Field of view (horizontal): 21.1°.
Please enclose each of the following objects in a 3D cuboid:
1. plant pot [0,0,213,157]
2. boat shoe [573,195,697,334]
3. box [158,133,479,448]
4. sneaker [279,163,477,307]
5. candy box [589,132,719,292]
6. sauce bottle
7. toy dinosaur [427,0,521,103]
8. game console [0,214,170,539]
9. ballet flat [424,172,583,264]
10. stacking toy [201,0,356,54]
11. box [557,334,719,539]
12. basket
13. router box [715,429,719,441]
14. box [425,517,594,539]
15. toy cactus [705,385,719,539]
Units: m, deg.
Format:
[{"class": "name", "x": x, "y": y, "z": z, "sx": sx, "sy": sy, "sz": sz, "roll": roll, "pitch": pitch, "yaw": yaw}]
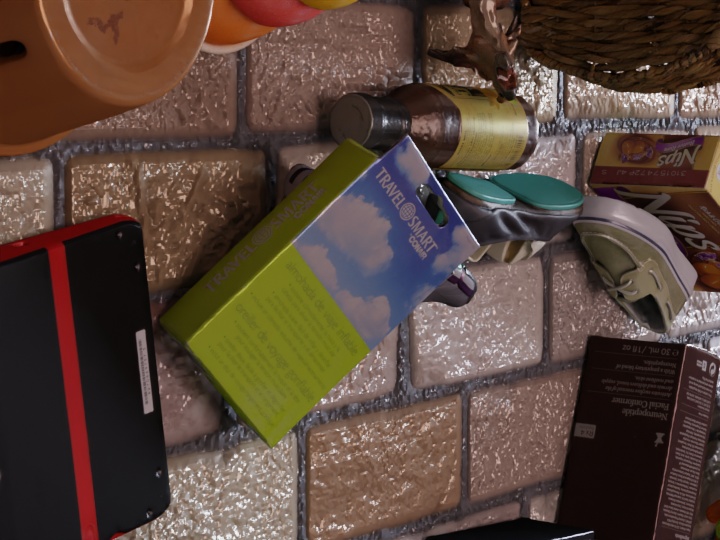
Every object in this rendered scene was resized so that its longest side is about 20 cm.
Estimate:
[{"class": "plant pot", "x": -0.175, "y": -0.161, "z": 1.068, "sx": 0.199, "sy": 0.139, "sz": 0.202, "roll": -6, "pitch": 98, "yaw": -52}, {"class": "boat shoe", "x": 0.237, "y": -0.003, "z": 1.661, "sx": 0.200, "sy": 0.071, "sz": 0.063, "roll": 36, "pitch": 67, "yaw": -50}, {"class": "box", "x": -0.025, "y": 0.008, "z": 1.288, "sx": 0.200, "sy": 0.048, "sz": 0.122, "roll": -44, "pitch": 130, "yaw": -9}, {"class": "sneaker", "x": 0.000, "y": 0.000, "z": 1.378, "sx": 0.199, "sy": 0.074, "sz": 0.088, "roll": 31, "pitch": 88, "yaw": -42}, {"class": "candy box", "x": 0.299, "y": -0.047, "z": 1.698, "sx": 0.200, "sy": 0.116, "sz": 0.057, "roll": 41, "pitch": 63, "yaw": -46}, {"class": "sauce bottle", "x": 0.055, "y": -0.106, "z": 1.424, "sx": 0.199, "sy": 0.064, "sz": 0.065, "roll": -2, "pitch": 95, "yaw": -53}, {"class": "toy dinosaur", "x": 0.096, "y": -0.222, "z": 1.455, "sx": 0.201, "sy": 0.085, "sz": 0.136, "roll": -61, "pitch": 144, "yaw": -46}, {"class": "game console", "x": -0.187, "y": 0.079, "z": 1.170, "sx": 0.176, "sy": 0.031, "sz": 0.202, "roll": -22, "pitch": 111, "yaw": -54}, {"class": "ballet flat", "x": 0.106, "y": -0.040, "z": 1.503, "sx": 0.199, "sy": 0.072, "sz": 0.074, "roll": -3, "pitch": 96, "yaw": -58}, {"class": "stacking toy", "x": -0.030, "y": -0.210, "z": 1.197, "sx": 0.145, "sy": 0.199, "sz": 0.148, "roll": -6, "pitch": 98, "yaw": -51}, {"class": "box", "x": 0.236, "y": 0.162, "z": 1.654, "sx": 0.075, "sy": 0.099, "sz": 0.202, "roll": 20, "pitch": 77, "yaw": -50}, {"class": "basket", "x": 0.245, "y": -0.210, "z": 1.545, "sx": 0.148, "sy": 0.199, "sz": 0.144, "roll": 4, "pitch": 89, "yaw": -52}, {"class": "router box", "x": 0.448, "y": 0.178, "z": 1.830, "sx": 0.200, "sy": 0.062, "sz": 0.150, "roll": 50, "pitch": 51, "yaw": -6}, {"class": "box", "x": 0.116, "y": 0.308, "z": 1.536, "sx": 0.141, "sy": 0.078, "sz": 0.202, "roll": -2, "pitch": 95, "yaw": -54}, {"class": "toy cactus", "x": 0.391, "y": 0.186, "z": 1.870, "sx": 0.199, "sy": 0.102, "sz": 0.166, "roll": -32, "pitch": 108, "yaw": -36}]
